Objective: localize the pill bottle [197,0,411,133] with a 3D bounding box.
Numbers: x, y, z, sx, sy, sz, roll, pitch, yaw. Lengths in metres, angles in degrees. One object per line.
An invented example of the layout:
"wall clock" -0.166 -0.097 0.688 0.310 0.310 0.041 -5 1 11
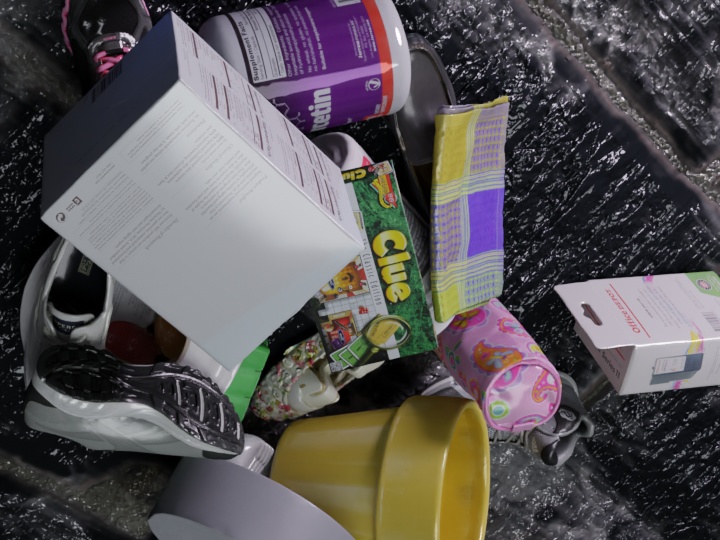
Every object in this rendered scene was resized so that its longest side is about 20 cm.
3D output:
"pill bottle" -0.064 -0.170 1.393 0.199 0.113 0.113 -14 127 -13

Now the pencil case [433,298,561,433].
"pencil case" 0.123 0.082 1.592 0.087 0.200 0.088 -7 114 -16

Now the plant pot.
"plant pot" 0.017 0.219 1.633 0.187 0.201 0.202 4 130 19

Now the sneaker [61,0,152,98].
"sneaker" -0.202 -0.147 1.363 0.078 0.096 0.201 -9 124 -15

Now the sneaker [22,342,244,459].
"sneaker" -0.190 0.121 1.383 0.199 0.074 0.079 18 130 -24

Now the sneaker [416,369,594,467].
"sneaker" 0.155 0.161 1.712 0.198 0.116 0.075 -8 125 -18

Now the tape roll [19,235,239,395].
"tape roll" -0.196 0.044 1.451 0.201 0.071 0.204 0 100 2

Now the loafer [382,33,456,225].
"loafer" 0.066 -0.123 1.506 0.072 0.072 0.201 -22 128 -6

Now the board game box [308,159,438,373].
"board game box" 0.000 0.000 1.446 0.104 0.024 0.201 -15 126 2

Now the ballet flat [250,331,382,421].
"ballet flat" -0.025 0.091 1.621 0.200 0.064 0.076 -41 131 8

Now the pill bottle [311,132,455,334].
"pill bottle" 0.007 -0.023 1.513 0.111 0.111 0.200 -39 121 7

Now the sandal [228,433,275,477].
"sandal" -0.119 0.202 1.639 0.083 0.050 0.203 -58 167 -22

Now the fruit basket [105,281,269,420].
"fruit basket" -0.194 0.077 1.540 0.199 0.094 0.186 18 109 -10

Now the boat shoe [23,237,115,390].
"boat shoe" -0.241 0.038 1.382 0.071 0.066 0.201 21 100 -1

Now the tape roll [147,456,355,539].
"tape roll" -0.097 0.253 1.529 0.200 0.199 0.066 49 59 -38

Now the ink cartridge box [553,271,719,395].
"ink cartridge box" 0.302 0.065 1.707 0.198 0.117 0.068 -3 126 -21

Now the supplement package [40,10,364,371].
"supplement package" -0.125 -0.062 1.282 0.152 0.151 0.200 -42 117 13

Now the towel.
"towel" 0.101 -0.059 1.508 0.143 0.023 0.202 -14 108 -62
